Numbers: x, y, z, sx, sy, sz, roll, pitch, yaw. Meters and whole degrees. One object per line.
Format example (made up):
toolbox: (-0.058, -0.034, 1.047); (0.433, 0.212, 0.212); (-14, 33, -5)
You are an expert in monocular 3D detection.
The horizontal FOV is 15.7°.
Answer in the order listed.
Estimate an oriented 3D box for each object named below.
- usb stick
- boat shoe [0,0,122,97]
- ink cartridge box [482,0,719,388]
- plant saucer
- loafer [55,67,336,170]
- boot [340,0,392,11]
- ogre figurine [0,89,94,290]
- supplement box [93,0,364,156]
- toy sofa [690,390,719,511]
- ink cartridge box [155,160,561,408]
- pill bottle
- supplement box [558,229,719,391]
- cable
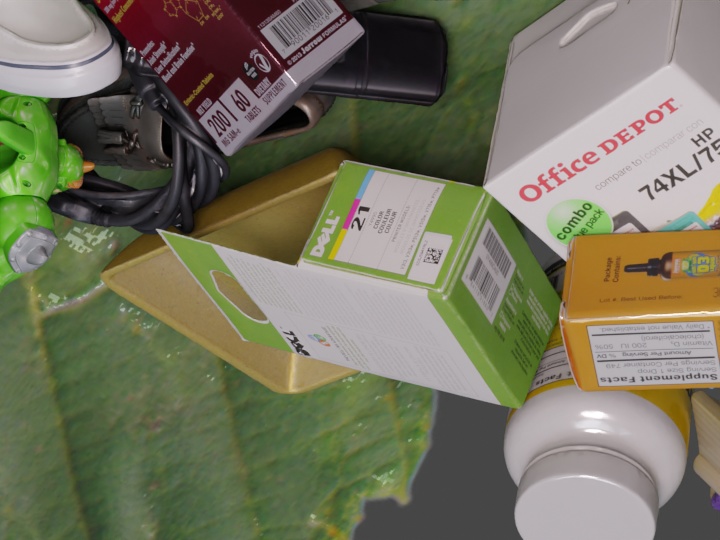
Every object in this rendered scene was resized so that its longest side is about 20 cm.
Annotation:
usb stick: (-0.043, -0.130, 1.527); (0.200, 0.056, 0.033); (4, 168, -20)
boat shoe: (-0.216, -0.161, 1.513); (0.200, 0.074, 0.067); (27, 138, 38)
ink cartridge box: (0.195, -0.067, 1.504); (0.200, 0.146, 0.147); (40, 128, -22)
plant saucer: (-0.028, -0.006, 1.655); (0.200, 0.049, 0.200); (-21, 143, 30)
loafer: (-0.106, -0.098, 1.605); (0.200, 0.063, 0.072); (-13, 128, 24)
boot: (0.031, -0.217, 1.429); (0.200, 0.073, 0.182); (-7, 126, 16)
ogre figurine: (-0.229, -0.059, 1.550); (0.120, 0.200, 0.098); (-12, 142, 33)
supplement box: (-0.100, -0.170, 1.424); (0.200, 0.061, 0.109); (50, 149, 0)
toy sofa: (0.307, 0.093, 1.601); (0.200, 0.083, 0.098); (-24, 127, -16)
ink cartridge box: (0.000, 0.000, 1.558); (0.200, 0.076, 0.148); (13, 157, 28)
pill bottle: (0.149, 0.083, 1.618); (0.112, 0.200, 0.113); (7, 134, 7)
supplement box: (0.213, 0.020, 1.435); (0.200, 0.067, 0.069); (0, 135, 13)
cable: (-0.155, -0.104, 1.581); (0.200, 0.051, 0.163); (20, 115, 31)
